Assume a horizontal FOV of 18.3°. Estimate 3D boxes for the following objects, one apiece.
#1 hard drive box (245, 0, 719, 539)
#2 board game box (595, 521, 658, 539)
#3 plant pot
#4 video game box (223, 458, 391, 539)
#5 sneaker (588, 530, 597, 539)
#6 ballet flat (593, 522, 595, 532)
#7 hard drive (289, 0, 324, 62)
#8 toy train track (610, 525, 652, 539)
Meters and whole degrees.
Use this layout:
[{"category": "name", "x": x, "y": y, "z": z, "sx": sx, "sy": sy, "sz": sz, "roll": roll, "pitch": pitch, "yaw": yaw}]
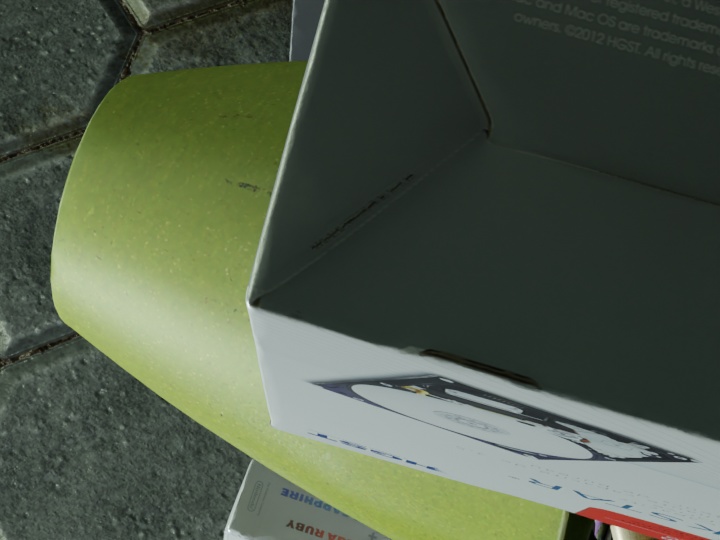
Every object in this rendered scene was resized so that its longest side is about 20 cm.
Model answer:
[{"category": "hard drive box", "x": 0.063, "y": 0.006, "z": 0.440, "sx": 0.200, "sy": 0.154, "sz": 0.077, "roll": 92, "pitch": -166, "yaw": -81}, {"category": "board game box", "x": 0.101, "y": 0.152, "z": 0.952, "sx": 0.120, "sy": 0.032, "sz": 0.202, "roll": 81, "pitch": -156, "yaw": -76}, {"category": "plant pot", "x": 0.000, "y": 0.000, "z": 0.788, "sx": 0.187, "sy": 0.198, "sz": 0.189, "roll": 16, "pitch": -90, "yaw": -79}, {"category": "video game box", "x": 0.019, "y": 0.172, "z": 1.113, "sx": 0.200, "sy": 0.181, "sz": 0.047, "roll": 104, "pitch": -173, "yaw": -64}, {"category": "sneaker", "x": 0.069, "y": 0.137, "z": 0.850, "sx": 0.200, "sy": 0.059, "sz": 0.105, "roll": 124, "pitch": 159, "yaw": -63}, {"category": "ballet flat", "x": 0.039, "y": 0.044, "z": 0.902, "sx": 0.067, "sy": 0.200, "sz": 0.063, "roll": -32, "pitch": 29, "yaw": 23}, {"category": "hard drive", "x": -0.006, "y": -0.158, "z": 1.018, "sx": 0.201, "sy": 0.033, "sz": 0.140, "roll": -82, "pitch": -2, "yaw": -53}, {"category": "toy train track", "x": 0.091, "y": 0.065, "z": 0.712, "sx": 0.200, "sy": 0.032, "sz": 0.116, "roll": 72, "pitch": -175, "yaw": -82}]
